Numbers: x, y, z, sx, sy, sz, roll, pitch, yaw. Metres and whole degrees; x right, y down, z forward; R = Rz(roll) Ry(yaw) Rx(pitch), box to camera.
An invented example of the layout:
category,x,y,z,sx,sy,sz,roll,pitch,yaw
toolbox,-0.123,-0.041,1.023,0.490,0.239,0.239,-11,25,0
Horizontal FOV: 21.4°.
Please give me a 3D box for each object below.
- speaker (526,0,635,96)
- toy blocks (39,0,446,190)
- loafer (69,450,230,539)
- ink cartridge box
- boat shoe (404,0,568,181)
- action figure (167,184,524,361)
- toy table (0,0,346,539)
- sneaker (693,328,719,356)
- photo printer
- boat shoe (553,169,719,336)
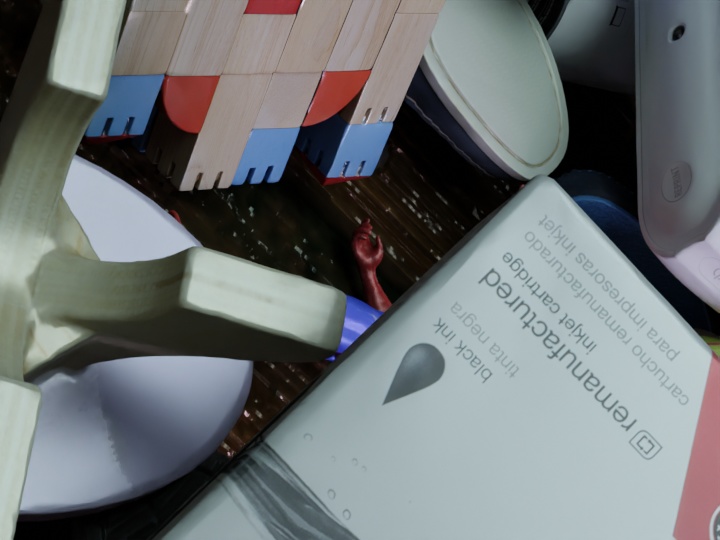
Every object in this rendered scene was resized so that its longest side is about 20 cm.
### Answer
category,x,y,z,sx,sy,sz,roll,pitch,yaw
speaker,0.142,-0.123,0.918,0.199,0.081,0.082,6,68,-40
toy blocks,-0.043,-0.092,0.704,0.199,0.137,0.100,-6,41,-43
loafer,-0.030,0.143,0.666,0.073,0.071,0.200,-38,89,-12
ink cartridge box,0.022,0.097,0.530,0.200,0.084,0.144,-43,89,-13
boat shoe,0.012,-0.116,0.810,0.200,0.062,0.075,49,48,-11
action figure,0.000,0.000,0.742,0.199,0.065,0.100,22,69,-34
toy table,-0.112,0.004,0.570,0.199,0.117,0.185,5,73,-23
sneaker,0.198,0.085,0.768,0.199,0.090,0.079,22,86,4
photo printer,0.192,-0.053,0.818,0.166,0.069,0.201,24,53,-29
boat shoe,0.134,0.020,0.863,0.200,0.084,0.069,52,32,-36
